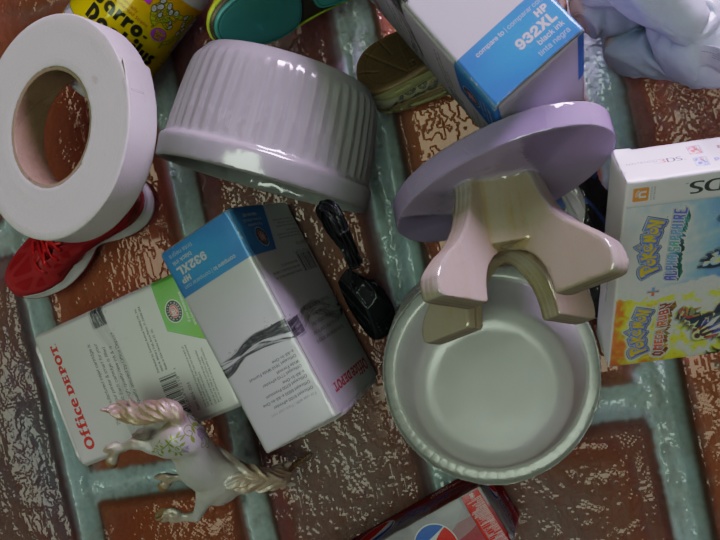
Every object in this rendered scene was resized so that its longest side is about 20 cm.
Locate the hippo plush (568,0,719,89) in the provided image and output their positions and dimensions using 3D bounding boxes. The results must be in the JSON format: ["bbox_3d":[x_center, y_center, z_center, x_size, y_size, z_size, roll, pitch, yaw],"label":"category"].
[{"bbox_3d":[0.272,-0.239,0.625,0.161,0.159,0.200,-50,40,3],"label":"hippo plush"}]

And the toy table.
[{"bbox_3d":[0.110,-0.025,0.609,0.200,0.181,0.120,-37,55,54],"label":"toy table"}]

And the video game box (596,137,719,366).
[{"bbox_3d":[0.286,-0.014,0.640,0.178,0.047,0.202,-7,131,5],"label":"video game box"}]

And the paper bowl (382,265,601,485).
[{"bbox_3d":[0.117,0.093,0.726,0.196,0.104,0.205,1,100,6],"label":"paper bowl"}]

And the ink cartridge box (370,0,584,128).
[{"bbox_3d":[0.081,-0.199,0.631,0.083,0.145,0.201,-40,73,8],"label":"ink cartridge box"}]

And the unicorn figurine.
[{"bbox_3d":[-0.154,0.190,0.782,0.135,0.200,0.075,-20,47,19],"label":"unicorn figurine"}]

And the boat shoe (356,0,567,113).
[{"bbox_3d":[0.094,-0.205,0.743,0.196,0.063,0.075,-17,66,14],"label":"boat shoe"}]

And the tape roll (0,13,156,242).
[{"bbox_3d":[-0.268,-0.128,0.730,0.199,0.037,0.208,-1,87,29],"label":"tape roll"}]

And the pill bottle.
[{"bbox_3d":[-0.217,-0.265,0.792,0.104,0.104,0.200,45,105,6],"label":"pill bottle"}]

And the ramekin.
[{"bbox_3d":[-0.077,-0.128,0.725,0.196,0.200,0.107,15,91,13],"label":"ramekin"}]

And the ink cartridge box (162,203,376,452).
[{"bbox_3d":[-0.079,0.047,0.760,0.083,0.145,0.203,-29,88,16],"label":"ink cartridge box"}]

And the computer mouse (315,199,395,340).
[{"bbox_3d":[0.000,0.000,0.735,0.034,0.201,0.059,-35,57,-12],"label":"computer mouse"}]

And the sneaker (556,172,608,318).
[{"bbox_3d":[0.185,-0.053,0.733,0.076,0.075,0.204,-16,94,42],"label":"sneaker"}]

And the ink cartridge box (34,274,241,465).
[{"bbox_3d":[-0.218,0.097,0.843,0.197,0.084,0.148,-22,90,16],"label":"ink cartridge box"}]

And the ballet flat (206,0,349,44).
[{"bbox_3d":[-0.062,-0.261,0.734,0.198,0.068,0.067,-29,54,-21],"label":"ballet flat"}]

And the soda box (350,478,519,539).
[{"bbox_3d":[0.057,0.273,0.794,0.198,0.070,0.064,-34,86,17],"label":"soda box"}]

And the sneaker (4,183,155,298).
[{"bbox_3d":[-0.321,-0.041,0.834,0.199,0.115,0.079,-36,76,12],"label":"sneaker"}]
